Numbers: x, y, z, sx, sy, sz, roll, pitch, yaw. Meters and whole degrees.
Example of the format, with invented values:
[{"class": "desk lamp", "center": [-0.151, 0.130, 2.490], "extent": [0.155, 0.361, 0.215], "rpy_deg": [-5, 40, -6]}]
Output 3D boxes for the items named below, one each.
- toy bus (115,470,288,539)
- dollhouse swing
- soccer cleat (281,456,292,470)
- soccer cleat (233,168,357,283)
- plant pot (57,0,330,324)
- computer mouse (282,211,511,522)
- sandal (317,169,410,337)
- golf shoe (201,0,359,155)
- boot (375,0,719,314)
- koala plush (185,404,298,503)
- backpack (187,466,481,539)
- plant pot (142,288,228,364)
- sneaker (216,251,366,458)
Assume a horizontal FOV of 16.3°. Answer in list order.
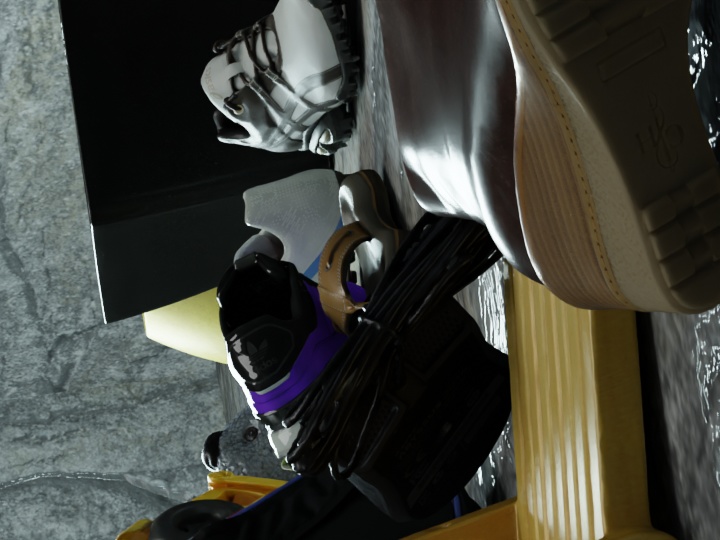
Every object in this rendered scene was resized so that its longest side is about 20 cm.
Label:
[{"class": "toy bus", "center": [-0.033, 0.202, 1.642], "extent": [0.192, 0.200, 0.136], "rpy_deg": [-38, -51, -55]}, {"class": "dollhouse swing", "center": [0.021, 0.085, 0.901], "extent": [0.200, 0.182, 0.176], "rpy_deg": [-178, 69, -84]}, {"class": "soccer cleat", "center": [-0.009, 0.103, 1.507], "extent": [0.200, 0.084, 0.065], "rpy_deg": [164, 97, -84]}, {"class": "soccer cleat", "center": [-0.041, 0.009, 1.668], "extent": [0.200, 0.086, 0.070], "rpy_deg": [88, 172, -46]}, {"class": "plant pot", "center": [-0.119, -0.097, 1.838], "extent": [0.200, 0.177, 0.200], "rpy_deg": [98, 163, -66]}, {"class": "computer mouse", "center": [0.017, 0.043, 1.050], "extent": [0.053, 0.139, 0.200], "rpy_deg": [33, 168, 20]}, {"class": "sandal", "center": [0.000, 0.000, 1.425], "extent": [0.200, 0.055, 0.082], "rpy_deg": [-109, 12, -61]}, {"class": "golf shoe", "center": [-0.051, -0.126, 1.564], "extent": [0.200, 0.094, 0.078], "rpy_deg": [97, 165, -62]}, {"class": "boot", "center": [0.037, -0.086, 0.724], "extent": [0.166, 0.072, 0.200], "rpy_deg": [29, 137, 60]}, {"class": "koala plush", "center": [-0.058, 0.175, 1.881], "extent": [0.177, 0.184, 0.200], "rpy_deg": [121, 163, -66]}, {"class": "backpack", "center": [-0.018, 0.188, 1.219], "extent": [0.200, 0.190, 0.154], "rpy_deg": [-106, -7, -51]}, {"class": "plant pot", "center": [-0.116, -0.005, 2.095], "extent": [0.200, 0.142, 0.200], "rpy_deg": [172, 90, -83]}, {"class": "sneaker", "center": [-0.038, 0.027, 1.473], "extent": [0.100, 0.070, 0.200], "rpy_deg": [55, -166, -11]}]
